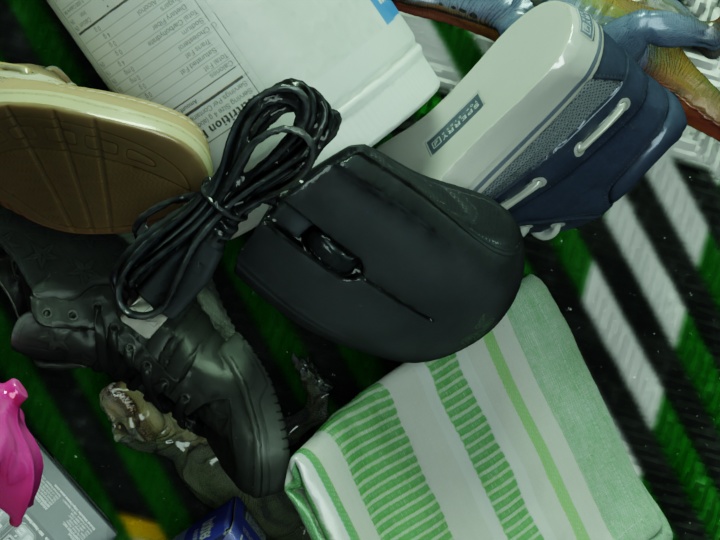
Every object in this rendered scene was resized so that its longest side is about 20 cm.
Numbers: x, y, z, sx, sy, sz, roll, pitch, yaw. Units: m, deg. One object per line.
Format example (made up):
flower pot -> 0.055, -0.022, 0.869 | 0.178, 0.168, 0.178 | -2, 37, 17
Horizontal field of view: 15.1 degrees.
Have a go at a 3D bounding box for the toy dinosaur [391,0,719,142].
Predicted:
toy dinosaur -> 0.096, -0.113, 1.296 | 0.180, 0.105, 0.201 | -10, 104, 9

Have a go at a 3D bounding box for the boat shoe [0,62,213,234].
boat shoe -> -0.152, -0.067, 1.222 | 0.199, 0.065, 0.072 | 8, 132, 21

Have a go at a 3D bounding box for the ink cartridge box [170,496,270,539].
ink cartridge box -> -0.078, 0.200, 1.258 | 0.200, 0.076, 0.137 | -34, 97, 4

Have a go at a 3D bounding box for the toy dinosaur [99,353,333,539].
toy dinosaur -> -0.031, 0.100, 1.298 | 0.200, 0.047, 0.088 | 42, 99, -8

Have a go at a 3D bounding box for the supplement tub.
supplement tub -> -0.070, -0.130, 1.243 | 0.132, 0.132, 0.200 | -37, 97, -7

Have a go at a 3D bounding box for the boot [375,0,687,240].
boot -> 0.059, -0.032, 1.284 | 0.200, 0.073, 0.090 | -40, 125, 21

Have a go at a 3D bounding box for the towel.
towel -> 0.057, 0.108, 1.269 | 0.200, 0.023, 0.153 | -32, 98, -42

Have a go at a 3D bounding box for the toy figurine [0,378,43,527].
toy figurine -> -0.221, 0.116, 1.190 | 0.199, 0.150, 0.185 | 15, 74, 21

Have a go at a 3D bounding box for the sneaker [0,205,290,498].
sneaker -> -0.113, 0.028, 1.245 | 0.104, 0.060, 0.200 | -16, 63, -19

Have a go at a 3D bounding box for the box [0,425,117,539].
box -> -0.235, 0.100, 1.260 | 0.158, 0.051, 0.200 | -42, 98, -6

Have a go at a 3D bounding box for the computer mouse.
computer mouse -> 0.000, 0.000, 1.204 | 0.199, 0.053, 0.139 | 18, 125, -41
